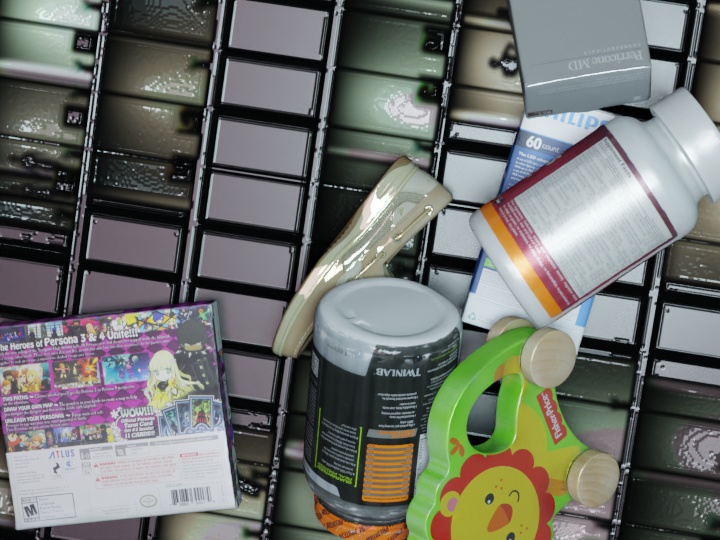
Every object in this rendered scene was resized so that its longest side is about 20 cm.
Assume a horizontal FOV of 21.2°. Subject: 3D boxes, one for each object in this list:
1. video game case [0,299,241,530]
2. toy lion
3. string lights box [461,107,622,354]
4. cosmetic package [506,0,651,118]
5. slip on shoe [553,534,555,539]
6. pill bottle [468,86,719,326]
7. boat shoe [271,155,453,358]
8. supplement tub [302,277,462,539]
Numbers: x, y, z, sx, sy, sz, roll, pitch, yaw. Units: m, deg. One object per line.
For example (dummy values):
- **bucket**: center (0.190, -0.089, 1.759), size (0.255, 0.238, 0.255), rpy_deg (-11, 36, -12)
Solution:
- **video game case**: center (-0.212, 0.126, 1.669), size (0.199, 0.036, 0.182), rpy_deg (-7, 96, 6)
- **toy lion**: center (0.109, 0.165, 1.556), size (0.192, 0.069, 0.200), rpy_deg (-35, 119, -24)
- **string lights box**: center (0.161, -0.041, 1.606), size (0.103, 0.059, 0.200), rpy_deg (17, 98, 2)
- **cosmetic package**: center (0.167, -0.231, 1.544), size (0.107, 0.090, 0.201), rpy_deg (-11, 73, 4)
- **slip on shoe**: center (0.143, 0.259, 1.640), size (0.074, 0.061, 0.200), rpy_deg (-30, 81, -19)
- **pill bottle**: center (0.195, -0.052, 1.518), size (0.200, 0.110, 0.110), rpy_deg (-34, 92, 6)
- **boat shoe**: center (0.000, 0.000, 1.621), size (0.065, 0.072, 0.200), rpy_deg (37, 93, 1)
- **supplement tub**: center (0.016, 0.117, 1.586), size (0.122, 0.123, 0.200), rpy_deg (8, 118, 4)
